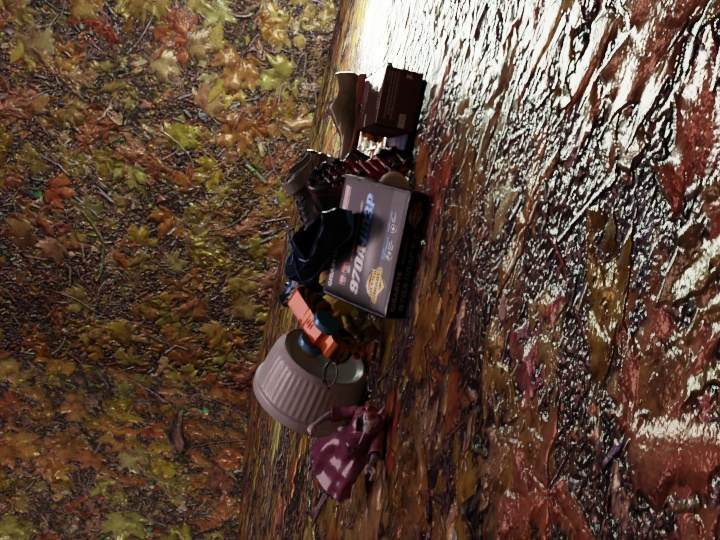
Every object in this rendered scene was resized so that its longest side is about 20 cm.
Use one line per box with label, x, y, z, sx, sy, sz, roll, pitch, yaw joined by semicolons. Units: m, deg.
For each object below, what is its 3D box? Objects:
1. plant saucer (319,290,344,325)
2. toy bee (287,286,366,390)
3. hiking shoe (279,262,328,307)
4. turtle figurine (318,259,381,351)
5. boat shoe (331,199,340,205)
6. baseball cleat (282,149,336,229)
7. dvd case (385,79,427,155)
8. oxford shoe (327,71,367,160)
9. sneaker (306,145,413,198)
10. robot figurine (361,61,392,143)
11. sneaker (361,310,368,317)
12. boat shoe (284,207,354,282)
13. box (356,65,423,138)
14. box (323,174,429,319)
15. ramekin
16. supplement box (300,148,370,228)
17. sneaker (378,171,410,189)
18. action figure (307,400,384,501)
plant saucer;-0.047;0.024;1.835;0.200;0.050;0.203;33;-129;-54
toy bee;-0.050;0.119;1.564;0.130;0.108;0.203;-33;57;40
hiking shoe;-0.091;-0.017;1.709;0.200;0.087;0.074;-48;-21;24
turtle figurine;-0.034;0.064;1.632;0.200;0.064;0.163;-38;81;44
boat shoe;-0.025;-0.160;1.693;0.072;0.198;0.067;88;-165;-59
baseball cleat;-0.095;-0.107;1.610;0.069;0.105;0.203;-1;77;58
dvd case;0.082;-0.285;1.707;0.200;0.017;0.145;-116;37;-73
oxford shoe;-0.034;-0.306;1.900;0.070;0.074;0.203;0;-82;-89
sneaker;-0.002;-0.145;1.588;0.071;0.198;0.099;50;145;40
robot figurine;0.035;-0.329;1.848;0.200;0.057;0.147;97;-178;-81
sneaker;0.000;0.000;1.721;0.202;0.070;0.080;-91;20;-45
boat shoe;-0.084;-0.050;1.518;0.200;0.068;0.085;-49;45;44
box;0.049;-0.295;1.647;0.200;0.074;0.102;-161;82;-78
box;0.022;-0.040;1.479;0.158;0.046;0.203;21;103;46
ramekin;-0.084;0.192;1.658;0.201;0.198;0.106;-97;30;-62
supplement box;-0.034;-0.126;1.799;0.201;0.085;0.111;-55;-9;-39
sneaker;0.032;-0.066;1.585;0.111;0.076;0.203;-175;89;-71
action figure;-0.001;0.272;1.464;0.148;0.134;0.201;-23;-27;-49
